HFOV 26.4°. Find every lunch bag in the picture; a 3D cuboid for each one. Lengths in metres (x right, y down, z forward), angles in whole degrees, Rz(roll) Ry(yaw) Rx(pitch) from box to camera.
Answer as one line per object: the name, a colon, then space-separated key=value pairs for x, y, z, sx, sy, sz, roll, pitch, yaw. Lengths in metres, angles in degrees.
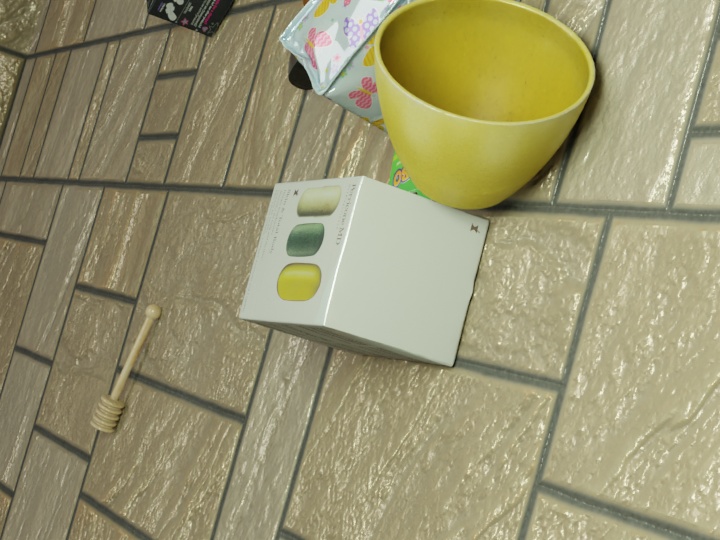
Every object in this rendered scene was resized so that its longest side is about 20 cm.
lunch bag: x=0.052 y=-0.243 z=1.533 sx=0.200 sy=0.170 sz=0.127 roll=-47 pitch=51 yaw=15

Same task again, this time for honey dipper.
honey dipper: x=-0.336 y=0.139 z=2.221 sx=0.200 sy=0.038 sz=0.038 roll=-66 pitch=27 yaw=7

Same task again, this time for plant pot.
plant pot: x=0.104 y=-0.143 z=1.421 sx=0.200 sy=0.200 sz=0.142 roll=-102 pitch=15 yaw=-45

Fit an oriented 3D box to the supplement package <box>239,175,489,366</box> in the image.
supplement package: x=0.000 y=0.000 z=1.538 sx=0.200 sy=0.151 sz=0.152 roll=2 pitch=75 yaw=62

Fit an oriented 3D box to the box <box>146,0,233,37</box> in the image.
box: x=-0.255 y=-0.477 z=2.347 sx=0.132 sy=0.115 sz=0.200 roll=-54 pitch=31 yaw=35

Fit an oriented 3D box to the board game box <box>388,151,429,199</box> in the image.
board game box: x=0.074 y=-0.157 z=1.631 sx=0.096 sy=0.030 sz=0.200 roll=-14 pitch=59 yaw=58

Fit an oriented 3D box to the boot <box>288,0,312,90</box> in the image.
boot: x=-0.024 y=-0.349 z=1.920 sx=0.188 sy=0.068 sz=0.200 roll=129 pitch=155 yaw=-49
